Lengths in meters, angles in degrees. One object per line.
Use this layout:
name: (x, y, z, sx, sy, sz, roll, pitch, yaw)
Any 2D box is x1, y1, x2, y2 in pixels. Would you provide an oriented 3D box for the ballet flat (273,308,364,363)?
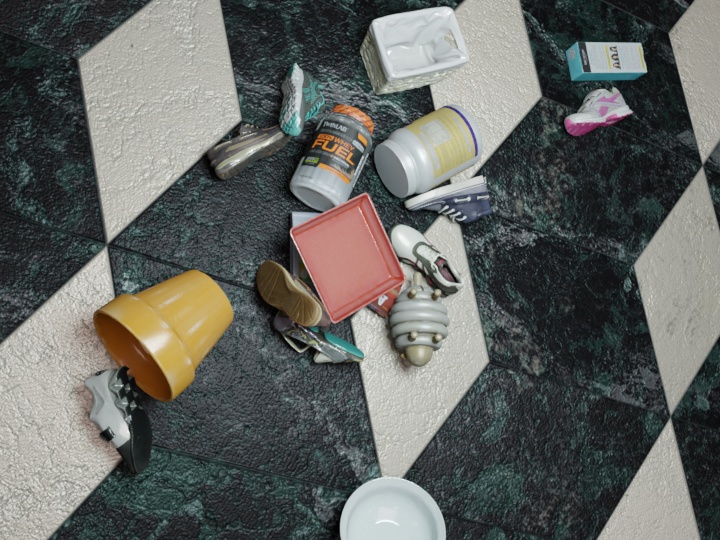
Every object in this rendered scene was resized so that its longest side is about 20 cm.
ballet flat: (-0.089, 0.144, 1.276, 0.200, 0.072, 0.072, 33, 73, -10)

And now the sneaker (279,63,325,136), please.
sneaker: (-0.112, -0.344, 1.312, 0.091, 0.078, 0.200, 21, 48, -25)

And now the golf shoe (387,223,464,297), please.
golf shoe: (0.145, -0.030, 1.362, 0.200, 0.088, 0.077, 43, 73, -5)

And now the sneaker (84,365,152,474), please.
sneaker: (-0.434, 0.270, 1.140, 0.088, 0.074, 0.201, -10, 99, 10)

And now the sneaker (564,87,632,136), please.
sneaker: (0.570, -0.393, 1.566, 0.200, 0.081, 0.088, -20, 86, -28)

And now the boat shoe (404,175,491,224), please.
boat shoe: (0.199, -0.140, 1.404, 0.199, 0.075, 0.093, -18, 93, -13)

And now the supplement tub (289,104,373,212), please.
supplement tub: (-0.054, -0.229, 1.312, 0.122, 0.122, 0.200, 26, 74, -12)

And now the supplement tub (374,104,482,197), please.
supplement tub: (0.145, -0.253, 1.367, 0.200, 0.145, 0.146, -30, 91, -20)

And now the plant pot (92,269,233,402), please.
plant pot: (-0.336, 0.099, 1.143, 0.200, 0.200, 0.183, 50, 55, -4)

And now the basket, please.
basket: (0.113, -0.477, 1.406, 0.199, 0.123, 0.136, -18, 87, -19)

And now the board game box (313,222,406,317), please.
board game box: (0.000, 0.000, 1.313, 0.200, 0.019, 0.103, 37, 67, -22)

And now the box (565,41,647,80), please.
box: (0.622, -0.528, 1.616, 0.199, 0.049, 0.083, -6, 82, -19)

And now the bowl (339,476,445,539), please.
bowl: (0.055, 0.508, 1.221, 0.200, 0.091, 0.202, 5, 48, -6)

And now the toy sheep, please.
toy sheep: (0.121, 0.098, 1.309, 0.137, 0.138, 0.201, 11, 70, -16)

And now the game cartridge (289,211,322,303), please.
game cartridge: (-0.079, -0.021, 1.316, 0.133, 0.040, 0.201, 1, 81, -21)

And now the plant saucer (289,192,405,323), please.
plant saucer: (-0.027, -0.026, 1.267, 0.199, 0.037, 0.200, -29, 99, -31)

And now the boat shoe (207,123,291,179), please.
boat shoe: (-0.220, -0.262, 1.290, 0.200, 0.074, 0.073, -35, 87, -25)

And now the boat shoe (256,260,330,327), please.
boat shoe: (-0.128, 0.049, 1.234, 0.072, 0.200, 0.072, 25, 98, -51)
